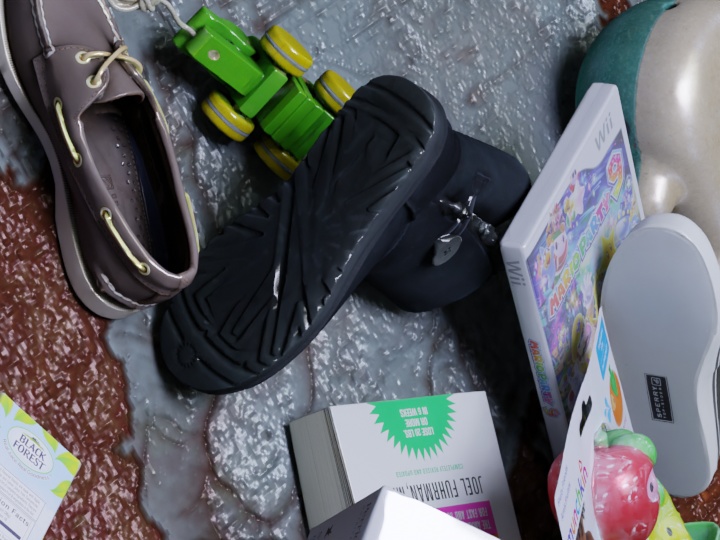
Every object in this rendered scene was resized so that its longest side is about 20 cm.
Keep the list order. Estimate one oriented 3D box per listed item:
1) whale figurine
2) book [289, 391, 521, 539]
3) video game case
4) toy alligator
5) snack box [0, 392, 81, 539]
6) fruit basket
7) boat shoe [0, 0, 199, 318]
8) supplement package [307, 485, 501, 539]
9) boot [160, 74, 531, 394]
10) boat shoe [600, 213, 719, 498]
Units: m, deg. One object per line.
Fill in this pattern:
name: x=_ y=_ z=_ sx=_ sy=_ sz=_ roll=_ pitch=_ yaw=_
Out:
whale figurine: x=0.191 y=-0.071 z=1.718 sx=0.159 sy=0.103 sz=0.201 roll=-43 pitch=131 yaw=-44
book: x=0.039 y=0.169 z=1.510 sx=0.133 sy=0.048 sz=0.201 roll=-4 pitch=76 yaw=-47
video game case: x=0.131 y=0.015 z=1.603 sx=0.143 sy=0.018 sz=0.201 roll=-58 pitch=144 yaw=-39
toy alligator: x=-0.063 y=-0.109 z=1.501 sx=0.200 sy=0.059 sz=0.054 roll=38 pitch=12 yaw=-29
snack box: x=-0.215 y=0.139 z=1.158 sx=0.053 sy=0.200 sz=0.143 roll=44 pitch=50 yaw=-23
fruit basket: x=0.147 y=0.150 z=1.531 sx=0.185 sy=0.093 sz=0.201 roll=-68 pitch=152 yaw=-57
boat shoe: x=-0.131 y=-0.079 z=1.417 sx=0.072 sy=0.059 sz=0.201 roll=-11 pitch=83 yaw=-45
supplement package: x=0.027 y=0.234 z=1.372 sx=0.155 sy=0.111 sz=0.201 roll=26 pitch=66 yaw=-13
boot: x=0.000 y=0.000 z=1.492 sx=0.076 sy=0.200 sz=0.168 roll=40 pitch=2 yaw=27
boat shoe: x=0.183 y=0.038 z=1.622 sx=0.064 sy=0.070 sz=0.201 roll=-55 pitch=150 yaw=-42
